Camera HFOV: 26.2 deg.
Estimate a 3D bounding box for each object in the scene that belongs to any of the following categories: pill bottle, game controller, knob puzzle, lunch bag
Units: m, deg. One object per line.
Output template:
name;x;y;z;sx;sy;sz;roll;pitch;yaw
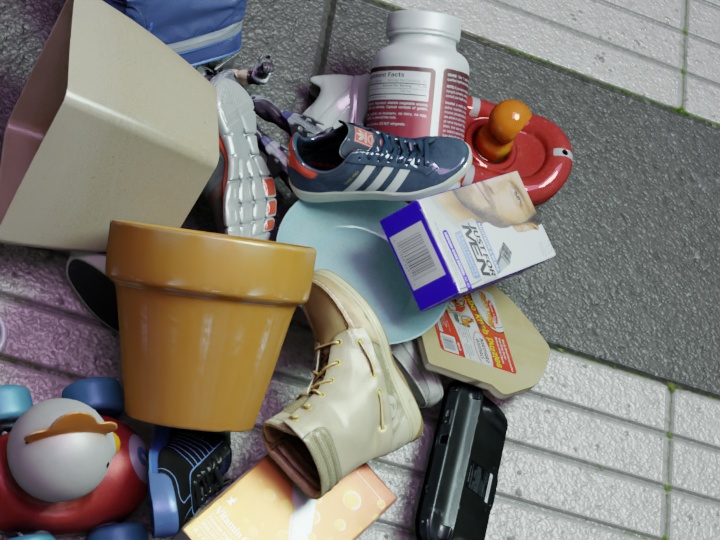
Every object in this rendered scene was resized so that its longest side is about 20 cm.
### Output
pill bottle;0.065;-0.186;1.749;0.113;0.113;0.200;6;89;-21
game controller;0.111;0.220;1.668;0.104;0.042;0.200;47;48;-42
knob puzzle;0.130;0.072;1.748;0.219;0.030;0.220;27;34;-20
lunch bag;-0.219;-0.301;1.737;0.200;0.132;0.136;-19;52;-31

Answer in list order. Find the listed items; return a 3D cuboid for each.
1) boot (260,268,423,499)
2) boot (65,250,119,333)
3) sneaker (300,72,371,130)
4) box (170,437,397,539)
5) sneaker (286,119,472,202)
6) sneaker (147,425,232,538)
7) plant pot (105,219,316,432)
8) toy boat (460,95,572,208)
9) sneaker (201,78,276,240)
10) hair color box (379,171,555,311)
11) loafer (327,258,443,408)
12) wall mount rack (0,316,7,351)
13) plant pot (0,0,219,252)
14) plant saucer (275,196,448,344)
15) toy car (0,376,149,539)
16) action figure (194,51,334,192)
boot;-0.041;0.110;1.528;0.155;0.073;0.200;-28;91;-38
boot;-0.201;0.010;1.637;0.200;0.072;0.144;35;49;-4
sneaker;-0.034;-0.141;1.789;0.087;0.075;0.200;7;61;4
box;-0.082;0.256;1.545;0.124;0.097;0.200;48;56;4
sneaker;0.017;-0.123;1.642;0.200;0.085;0.075;-8;50;5
sneaker;-0.163;0.195;1.493;0.078;0.200;0.070;-1;109;-3
plant pot;-0.154;0.055;1.492;0.200;0.200;0.184;8;92;-20
toy boat;0.163;-0.156;1.834;0.200;0.131;0.131;15;61;-16
sneaker;-0.148;-0.102;1.675;0.077;0.082;0.200;4;76;-50
hair color box;0.120;-0.035;1.681;0.200;0.065;0.109;-19;83;-52
loafer;0.010;0.077;1.696;0.070;0.070;0.200;-37;77;-26
wall mount rack;-0.445;0.042;1.504;0.200;0.075;0.174;26;58;-9
plant pot;-0.252;-0.132;1.582;0.177;0.200;0.200;20;36;-23
plant saucer;0.000;0.000;1.674;0.201;0.039;0.201;10;56;-15
toy car;-0.266;0.173;1.443;0.177;0.200;0.185;-4;68;-25
action figure;-0.125;-0.181;1.746;0.200;0.069;0.130;37;74;14
